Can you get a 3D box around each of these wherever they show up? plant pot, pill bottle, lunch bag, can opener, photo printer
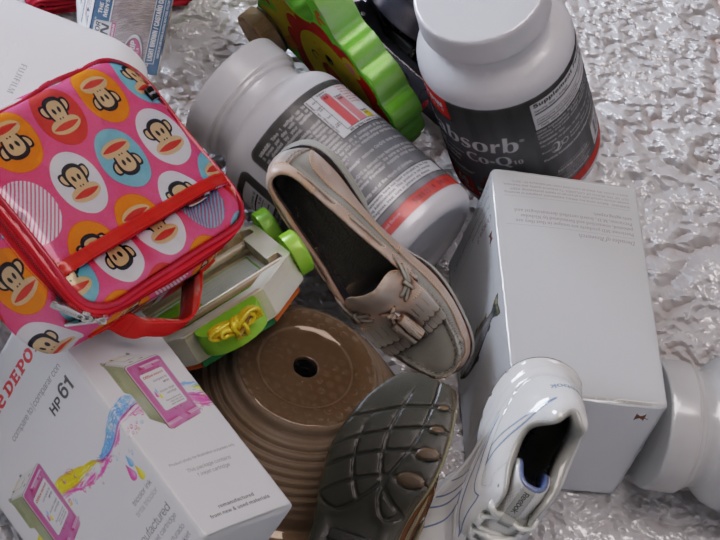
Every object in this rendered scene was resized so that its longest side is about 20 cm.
[{"bbox_3d":[-0.050,0.092,1.666,0.200,0.093,0.201,9,51,-11],"label":"plant pot"},{"bbox_3d":[-0.027,-0.074,1.788,0.200,0.116,0.116,42,52,14],"label":"pill bottle"},{"bbox_3d":[0.105,-0.144,1.774,0.116,0.200,0.116,-8,56,11],"label":"pill bottle"},{"bbox_3d":[-0.169,-0.032,1.536,0.176,0.082,0.200,52,37,2],"label":"lunch bag"},{"bbox_3d":[0.300,0.120,1.748,0.200,0.116,0.117,7,51,-14],"label":"pill bottle"},{"bbox_3d":[0.063,-0.146,1.914,0.063,0.079,0.200,-38,85,-30],"label":"can opener"},{"bbox_3d":[-0.250,-0.112,1.664,0.200,0.070,0.167,21,50,-1],"label":"photo printer"}]

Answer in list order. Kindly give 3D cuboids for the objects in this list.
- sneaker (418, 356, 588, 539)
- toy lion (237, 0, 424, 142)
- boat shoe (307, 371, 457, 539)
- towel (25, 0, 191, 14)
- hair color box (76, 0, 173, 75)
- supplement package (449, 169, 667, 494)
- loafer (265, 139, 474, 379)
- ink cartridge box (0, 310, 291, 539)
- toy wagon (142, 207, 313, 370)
[{"bbox_3d":[0.089,0.154,1.609,0.074,0.200,0.087,22,11,-13],"label":"sneaker"},{"bbox_3d":[-0.026,-0.181,1.828,0.069,0.200,0.192,-38,57,-10],"label":"toy lion"},{"bbox_3d":[0.006,0.165,1.606,0.076,0.074,0.200,22,76,17],"label":"boat shoe"},{"bbox_3d":[-0.225,-0.286,1.948,0.144,0.023,0.200,-7,56,-24],"label":"towel"},{"bbox_3d":[-0.176,-0.238,1.809,0.060,0.100,0.200,7,32,-13],"label":"hair color box"},{"bbox_3d":[0.139,0.044,1.752,0.117,0.117,0.200,7,51,-14],"label":"supplement package"},{"bbox_3d":[0.000,0.000,1.686,0.200,0.072,0.063,51,22,-2],"label":"loafer"},{"bbox_3d":[-0.158,0.128,1.556,0.085,0.145,0.200,-14,57,-46],"label":"ink cartridge box"},{"bbox_3d":[-0.105,0.025,1.650,0.155,0.040,0.200,-32,22,-8],"label":"toy wagon"}]
